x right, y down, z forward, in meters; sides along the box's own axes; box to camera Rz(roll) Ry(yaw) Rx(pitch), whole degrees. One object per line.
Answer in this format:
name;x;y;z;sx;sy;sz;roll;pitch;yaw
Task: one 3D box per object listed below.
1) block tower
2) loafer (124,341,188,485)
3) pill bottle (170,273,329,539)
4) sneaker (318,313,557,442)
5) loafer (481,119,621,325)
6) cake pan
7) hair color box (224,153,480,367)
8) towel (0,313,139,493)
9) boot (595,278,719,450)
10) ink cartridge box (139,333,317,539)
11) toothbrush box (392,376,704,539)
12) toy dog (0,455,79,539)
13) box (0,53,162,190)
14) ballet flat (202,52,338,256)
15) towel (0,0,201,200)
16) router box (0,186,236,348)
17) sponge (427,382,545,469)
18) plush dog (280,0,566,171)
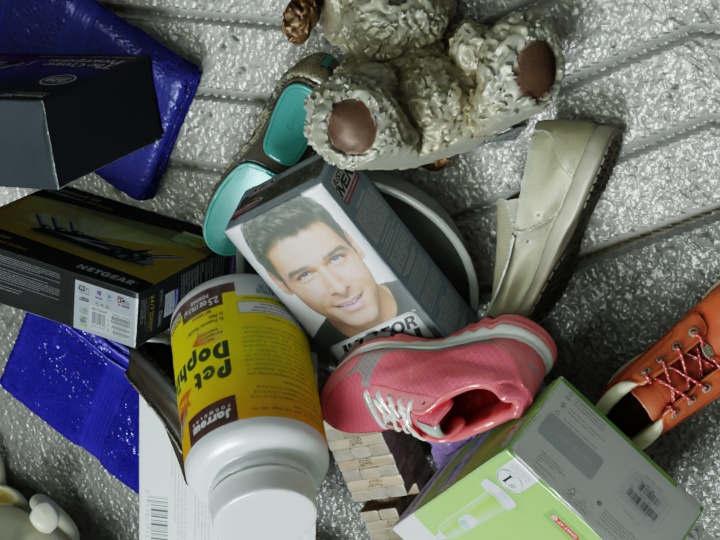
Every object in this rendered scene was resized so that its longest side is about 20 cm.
block tower;0.030;0.183;1.466;0.054;0.058;0.201;-12;111;28
loafer;-0.129;0.141;1.428;0.200;0.073;0.071;47;110;16
pill bottle;-0.084;0.108;1.339;0.109;0.109;0.201;-46;39;32
sneaker;0.046;0.091;1.309;0.199;0.087;0.074;-17;121;29
loafer;0.133;-0.030;1.348;0.068;0.076;0.201;30;109;18
cake pan;0.000;0.000;1.412;0.199;0.037;0.201;8;128;11
hair color box;-0.002;0.009;1.356;0.099;0.061;0.200;-25;115;31
towel;-0.234;0.108;1.600;0.200;0.050;0.148;35;119;14
boot;0.248;0.070;1.297;0.075;0.107;0.200;49;121;7
ink cartridge box;-0.105;0.158;1.482;0.173;0.044;0.201;3;94;25
toothbrush box;0.136;0.187;1.325;0.146;0.086;0.200;42;145;-1
toy dog;-0.318;0.296;1.660;0.199;0.139;0.195;24;132;29
box;-0.287;-0.126;1.452;0.199;0.141;0.079;4;115;30
ballet flat;-0.064;-0.096;1.431;0.068;0.075;0.200;31;127;-2
towel;-0.233;-0.169;1.518;0.200;0.050;0.148;37;128;13
router box;-0.228;-0.008;1.501;0.199;0.157;0.053;16;114;23
sponge;0.119;0.163;1.425;0.111;0.030;0.201;-10;113;32
plush dog;0.037;-0.169;1.327;0.199;0.160;0.173;-18;83;-3
